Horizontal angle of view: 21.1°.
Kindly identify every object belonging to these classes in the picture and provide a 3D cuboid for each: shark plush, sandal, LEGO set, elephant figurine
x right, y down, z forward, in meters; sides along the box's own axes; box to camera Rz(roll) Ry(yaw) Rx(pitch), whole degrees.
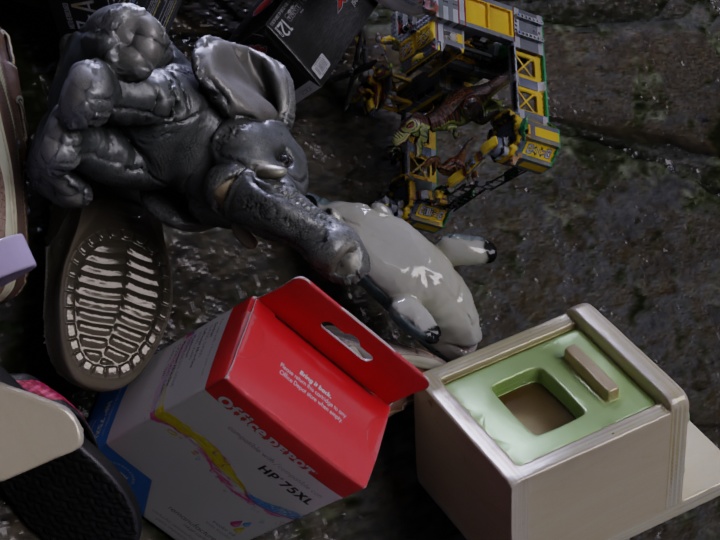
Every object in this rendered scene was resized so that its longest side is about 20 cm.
[{"bbox_3d":[0.000,0.000,1.372,0.199,0.083,0.091,24,65,-2],"label":"shark plush"},{"bbox_3d":[-0.196,0.091,1.136,0.200,0.075,0.045,48,32,-11],"label":"sandal"},{"bbox_3d":[0.047,-0.118,1.410,0.115,0.200,0.155,13,72,-31],"label":"LEGO set"},{"bbox_3d":[-0.093,-0.072,1.178,0.199,0.141,0.156,21,64,-16],"label":"elephant figurine"}]

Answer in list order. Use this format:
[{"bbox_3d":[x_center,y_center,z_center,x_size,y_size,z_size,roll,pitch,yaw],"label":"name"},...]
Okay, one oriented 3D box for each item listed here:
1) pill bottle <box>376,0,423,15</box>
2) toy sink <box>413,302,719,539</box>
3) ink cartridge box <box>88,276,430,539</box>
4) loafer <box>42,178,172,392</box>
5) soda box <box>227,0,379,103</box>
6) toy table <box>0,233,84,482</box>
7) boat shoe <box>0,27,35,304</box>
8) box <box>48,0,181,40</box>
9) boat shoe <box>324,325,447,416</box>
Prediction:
[{"bbox_3d":[0.087,-0.277,1.416,0.112,0.199,0.113,25,53,-38],"label":"pill bottle"},{"bbox_3d":[0.154,0.110,1.349,0.199,0.113,0.130,-20,41,-21],"label":"toy sink"},{"bbox_3d":[-0.067,0.092,1.164,0.116,0.200,0.067,39,46,-22],"label":"ink cartridge box"},{"bbox_3d":[-0.162,-0.006,1.219,0.075,0.068,0.201,18,53,-23],"label":"loafer"},{"bbox_3d":[-0.034,-0.199,1.454,0.063,0.071,0.200,47,42,-16],"label":"soda box"},{"bbox_3d":[-0.249,0.074,1.021,0.184,0.199,0.118,-29,95,-85],"label":"toy table"},{"bbox_3d":[-0.226,-0.074,1.194,0.075,0.074,0.204,8,63,-49],"label":"boat shoe"},{"bbox_3d":[-0.157,-0.237,1.305,0.161,0.043,0.201,80,20,-49],"label":"box"},{"bbox_3d":[-0.010,0.079,1.338,0.199,0.075,0.072,11,94,-51],"label":"boat shoe"}]
